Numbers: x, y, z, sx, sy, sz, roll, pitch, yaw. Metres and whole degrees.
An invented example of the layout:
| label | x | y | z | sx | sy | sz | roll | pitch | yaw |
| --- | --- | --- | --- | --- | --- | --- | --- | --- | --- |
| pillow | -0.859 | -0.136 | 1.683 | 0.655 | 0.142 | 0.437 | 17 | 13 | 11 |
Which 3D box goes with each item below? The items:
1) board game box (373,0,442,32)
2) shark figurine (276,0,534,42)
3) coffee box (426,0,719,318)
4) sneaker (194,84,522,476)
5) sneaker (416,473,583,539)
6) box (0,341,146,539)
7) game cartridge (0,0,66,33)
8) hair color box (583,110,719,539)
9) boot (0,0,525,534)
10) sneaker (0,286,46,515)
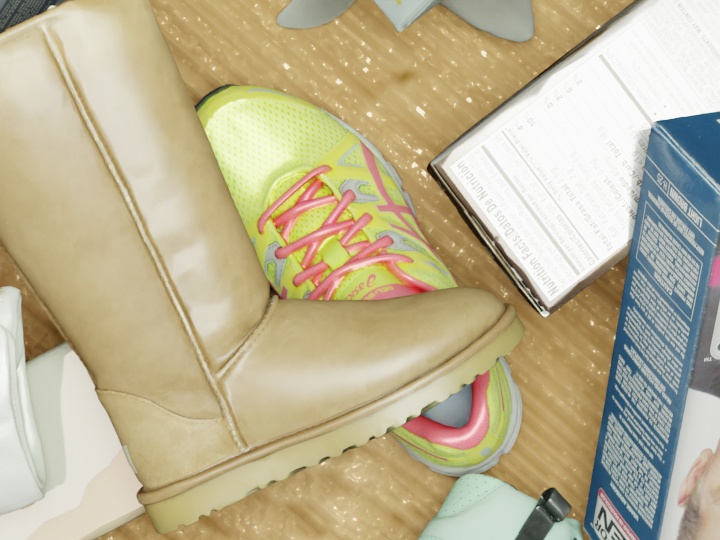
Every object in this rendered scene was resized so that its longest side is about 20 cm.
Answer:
| label | x | y | z | sx | sy | sz | roll | pitch | yaw |
| --- | --- | --- | --- | --- | --- | --- | --- | --- | --- |
| board game box | 0.004 | -0.213 | 0.979 | 0.200 | 0.147 | 0.064 | 50 | 131 | 1 |
| shark figurine | -0.040 | -0.146 | 1.014 | 0.213 | 0.090 | 0.129 | -9 | 88 | 0 |
| coffee box | 0.128 | -0.073 | 0.994 | 0.200 | 0.114 | 0.080 | -38 | 90 | 2 |
| sneaker | 0.000 | 0.000 | 1.009 | 0.078 | 0.090 | 0.200 | -41 | 88 | 2 |
| sneaker | 0.092 | 0.173 | 1.016 | 0.200 | 0.074 | 0.119 | 46 | 55 | -23 |
| box | -0.127 | 0.077 | 1.012 | 0.199 | 0.095 | 0.078 | -28 | 89 | 3 |
| game cartridge | -0.153 | -0.116 | 0.992 | 0.041 | 0.133 | 0.201 | 34 | 90 | 9 |
| hair color box | 0.156 | 0.034 | 0.955 | 0.099 | 0.061 | 0.201 | -10 | 127 | -21 |
| boot | -0.052 | -0.021 | 0.921 | 0.174 | 0.066 | 0.201 | -26 | 97 | -4 |
| sneaker | -0.191 | 0.013 | 0.939 | 0.115 | 0.074 | 0.201 | -23 | 97 | 0 |
